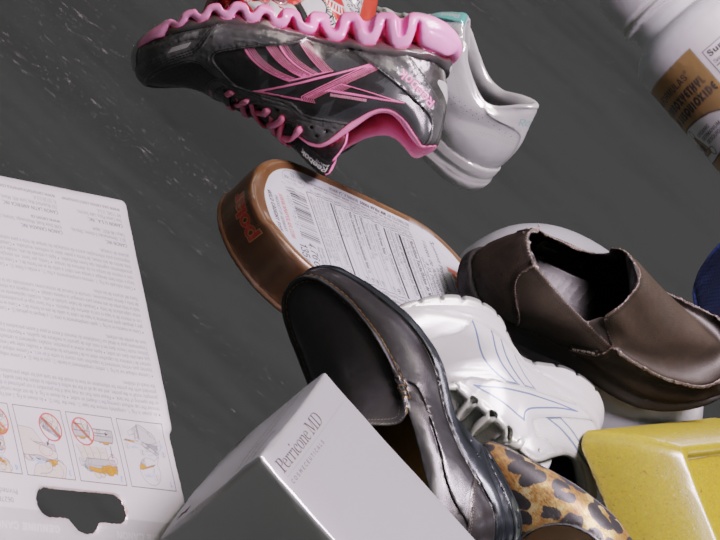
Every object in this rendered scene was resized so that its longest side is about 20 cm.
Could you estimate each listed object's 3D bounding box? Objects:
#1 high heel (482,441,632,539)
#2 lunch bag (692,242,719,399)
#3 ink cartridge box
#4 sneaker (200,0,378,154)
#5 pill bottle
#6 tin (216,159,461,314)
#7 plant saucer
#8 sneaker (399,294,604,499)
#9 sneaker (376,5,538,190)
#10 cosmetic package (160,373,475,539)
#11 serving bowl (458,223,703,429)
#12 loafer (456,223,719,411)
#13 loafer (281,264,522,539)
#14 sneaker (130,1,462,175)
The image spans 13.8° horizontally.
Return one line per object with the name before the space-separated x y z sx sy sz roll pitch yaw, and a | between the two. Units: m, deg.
high heel | 0.114 0.189 1.639 0.200 0.071 0.143 56 20 0
lunch bag | 0.334 0.048 2.106 0.132 0.136 0.200 33 29 -25
ink cartridge box | -0.166 0.051 1.474 0.161 0.050 0.201 12 61 -50
sneaker | -0.046 -0.179 1.894 0.108 0.067 0.202 23 54 -37
pill bottle | 0.286 -0.164 2.362 0.200 0.114 0.114 50 26 8
tin | 0.000 0.000 1.787 0.200 0.042 0.112 24 38 -39
plant saucer | 0.232 0.178 1.813 0.200 0.048 0.201 0 67 -58
sneaker | 0.077 0.080 1.750 0.200 0.074 0.087 28 36 -33
sneaker | 0.031 -0.148 1.984 0.200 0.089 0.075 39 27 -4
cosmetic package | 0.005 0.164 1.495 0.200 0.081 0.113 49 27 -7
serving bowl | 0.154 0.042 1.925 0.200 0.066 0.200 36 27 -21
loafer | 0.157 0.029 1.823 0.199 0.071 0.073 19 54 -25
loafer | 0.012 0.082 1.651 0.072 0.073 0.200 -9 58 -54
sneaker | -0.039 -0.106 1.778 0.079 0.199 0.096 101 -10 -79
